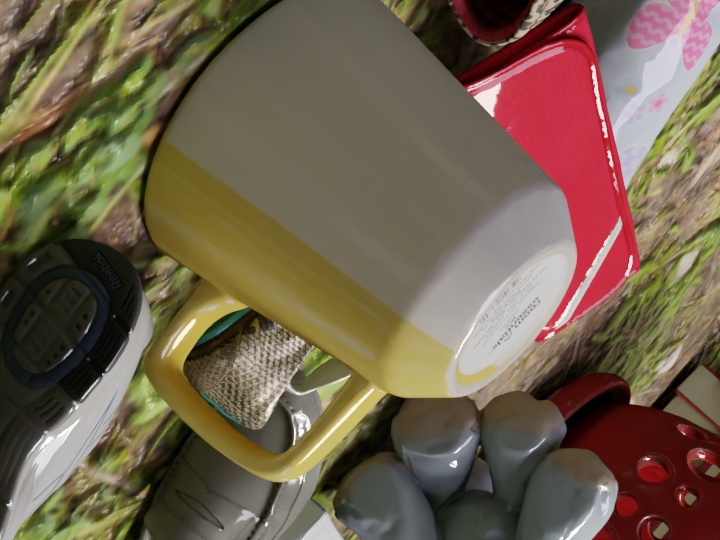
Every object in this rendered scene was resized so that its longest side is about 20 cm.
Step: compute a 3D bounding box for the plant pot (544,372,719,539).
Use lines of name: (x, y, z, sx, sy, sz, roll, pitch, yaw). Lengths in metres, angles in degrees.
plant pot: (0.186, 0.185, 1.596, 0.200, 0.182, 0.201, -40, 155, -23)

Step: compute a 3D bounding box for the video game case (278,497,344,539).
video game case: (-0.078, 0.224, 1.331, 0.181, 0.045, 0.200, -47, 157, -11)

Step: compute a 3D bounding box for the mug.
mug: (0.005, -0.010, 0.987, 0.149, 0.153, 0.187, -27, 148, -46)

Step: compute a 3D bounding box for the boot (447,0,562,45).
boot: (0.110, -0.199, 1.007, 0.151, 0.073, 0.200, -39, 160, -28)

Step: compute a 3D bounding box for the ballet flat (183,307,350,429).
ballet flat: (0.000, 0.000, 1.091, 0.200, 0.075, 0.068, -45, -164, -13)

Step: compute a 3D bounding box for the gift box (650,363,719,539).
gift box: (0.302, 0.199, 1.841, 0.187, 0.185, 0.200, -45, 163, -10)

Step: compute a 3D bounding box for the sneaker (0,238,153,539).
sneaker: (-0.150, 0.082, 0.945, 0.200, 0.074, 0.087, -50, 163, -1)

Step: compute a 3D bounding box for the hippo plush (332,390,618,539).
hippo plush: (0.089, 0.168, 1.401, 0.159, 0.200, 0.161, -32, 167, 3)

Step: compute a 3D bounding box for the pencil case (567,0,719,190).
pencil case: (0.129, -0.093, 1.185, 0.091, 0.083, 0.200, 14, 115, -47)

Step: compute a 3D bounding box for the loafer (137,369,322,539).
loafer: (-0.075, 0.128, 1.158, 0.070, 0.070, 0.200, -37, 156, -50)

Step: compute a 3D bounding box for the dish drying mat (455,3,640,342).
dish drying mat: (0.099, -0.044, 1.122, 0.077, 0.018, 0.200, -33, 141, -10)
